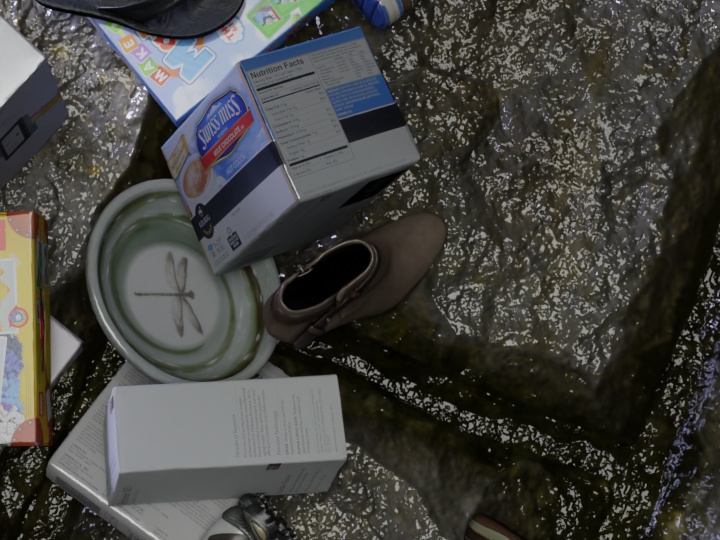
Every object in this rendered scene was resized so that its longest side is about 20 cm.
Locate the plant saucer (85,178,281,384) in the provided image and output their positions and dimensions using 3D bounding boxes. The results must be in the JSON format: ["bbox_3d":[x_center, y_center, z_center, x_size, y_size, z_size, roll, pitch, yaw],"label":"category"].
[{"bbox_3d":[-0.164,0.019,1.732,0.199,0.050,0.202,17,60,-31],"label":"plant saucer"}]

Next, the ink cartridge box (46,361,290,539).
[{"bbox_3d":[-0.161,0.150,1.751,0.160,0.050,0.200,35,64,3],"label":"ink cartridge box"}]

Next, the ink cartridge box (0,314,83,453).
[{"bbox_3d":[-0.370,0.095,1.741,0.162,0.057,0.200,37,78,3],"label":"ink cartridge box"}]

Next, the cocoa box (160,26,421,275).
[{"bbox_3d":[-0.065,-0.102,1.687,0.133,0.200,0.132,-20,81,-31],"label":"cocoa box"}]

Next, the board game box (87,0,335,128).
[{"bbox_3d":[-0.140,-0.254,1.804,0.200,0.037,0.151,-40,85,-6],"label":"board game box"}]

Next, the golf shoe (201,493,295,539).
[{"bbox_3d":[-0.069,0.295,1.702,0.094,0.078,0.201,-37,97,-3],"label":"golf shoe"}]

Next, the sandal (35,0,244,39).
[{"bbox_3d":[-0.205,-0.254,1.759,0.199,0.048,0.076,5,81,1],"label":"sandal"}]

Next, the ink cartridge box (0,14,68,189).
[{"bbox_3d":[-0.363,-0.156,1.700,0.147,0.200,0.146,42,81,4],"label":"ink cartridge box"}]

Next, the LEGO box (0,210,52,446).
[{"bbox_3d":[-0.348,0.055,1.687,0.148,0.077,0.202,-3,85,0],"label":"LEGO box"}]

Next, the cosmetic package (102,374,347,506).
[{"bbox_3d":[-0.120,0.147,1.676,0.198,0.113,0.082,-4,69,-12],"label":"cosmetic package"}]

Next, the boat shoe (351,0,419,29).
[{"bbox_3d":[-0.011,-0.320,1.807,0.072,0.072,0.201,-34,86,-19],"label":"boat shoe"}]

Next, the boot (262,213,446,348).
[{"bbox_3d":[0.000,0.000,1.715,0.200,0.146,0.070,-39,81,-10],"label":"boot"}]

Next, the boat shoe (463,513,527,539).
[{"bbox_3d":[0.165,0.300,1.719,0.202,0.075,0.075,38,88,3],"label":"boat shoe"}]
